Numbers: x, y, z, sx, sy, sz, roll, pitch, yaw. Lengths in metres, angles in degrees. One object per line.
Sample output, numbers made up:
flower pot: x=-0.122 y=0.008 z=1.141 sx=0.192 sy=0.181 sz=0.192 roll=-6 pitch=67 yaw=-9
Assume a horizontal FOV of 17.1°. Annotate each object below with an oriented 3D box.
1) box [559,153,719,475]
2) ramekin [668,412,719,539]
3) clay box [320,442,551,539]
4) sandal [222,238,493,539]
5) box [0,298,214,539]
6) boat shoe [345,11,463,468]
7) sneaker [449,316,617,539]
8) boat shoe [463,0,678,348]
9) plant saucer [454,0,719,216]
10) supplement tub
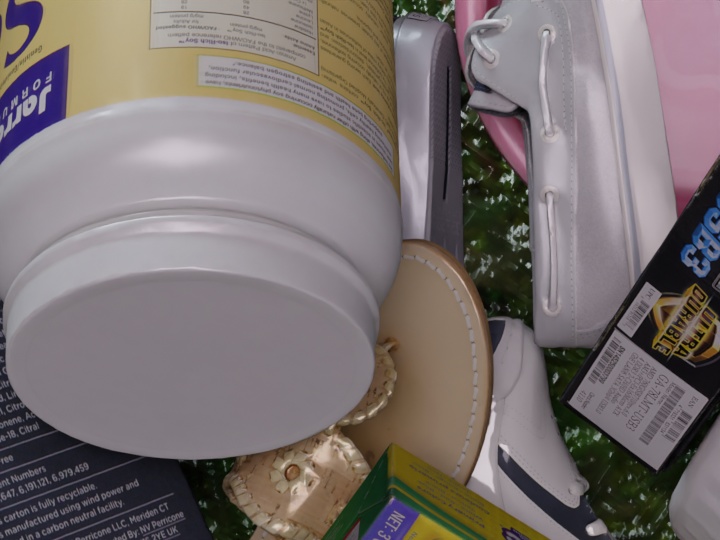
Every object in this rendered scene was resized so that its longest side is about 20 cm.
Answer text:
box: x=0.159 y=-0.055 z=0.775 sx=0.050 sy=0.199 sz=0.200 roll=37 pitch=54 yaw=6
ramekin: x=0.197 y=0.047 z=0.852 sx=0.097 sy=0.200 sz=0.201 roll=36 pitch=87 yaw=13
clay box: x=0.062 y=0.162 z=0.843 sx=0.199 sy=0.048 sz=0.115 roll=32 pitch=108 yaw=-10
sandal: x=-0.019 y=0.092 z=0.867 sx=0.077 sy=0.070 sz=0.213 roll=34 pitch=116 yaw=18
box: x=-0.165 y=0.063 z=0.883 sx=0.148 sy=0.107 sz=0.201 roll=-31 pitch=81 yaw=41
boat shoe: x=0.000 y=0.000 z=0.938 sx=0.070 sy=0.072 sz=0.202 roll=1 pitch=80 yaw=20
sneaker: x=0.099 y=0.117 z=0.908 sx=0.128 sy=0.079 sz=0.201 roll=-2 pitch=84 yaw=2
boat shoe: x=0.073 y=-0.070 z=0.888 sx=0.068 sy=0.072 sz=0.202 roll=-10 pitch=93 yaw=2
plant saucer: x=0.137 y=-0.101 z=0.942 sx=0.199 sy=0.051 sz=0.202 roll=0 pitch=85 yaw=3
supplement tub: x=-0.058 y=-0.051 z=0.836 sx=0.144 sy=0.146 sz=0.201 roll=-4 pitch=57 yaw=3
